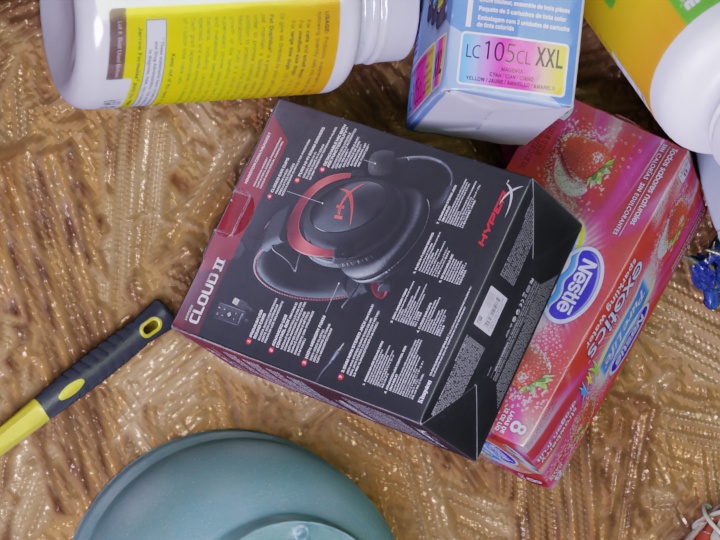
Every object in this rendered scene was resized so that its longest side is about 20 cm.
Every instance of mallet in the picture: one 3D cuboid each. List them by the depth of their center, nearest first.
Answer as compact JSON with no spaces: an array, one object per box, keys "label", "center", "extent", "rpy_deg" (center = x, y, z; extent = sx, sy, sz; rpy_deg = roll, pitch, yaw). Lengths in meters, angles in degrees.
[{"label":"mallet","center":[-0.190,0.075,1.559],"extent":[0.200,0.041,0.066],"rpy_deg":[-46,107,-18]}]

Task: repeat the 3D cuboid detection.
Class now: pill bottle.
[{"label":"pill bottle","center":[-0.072,-0.150,1.558],"extent":[0.200,0.109,0.110],"rpy_deg":[-5,92,-19]},{"label":"pill bottle","center":[0.198,-0.137,1.571],"extent":[0.111,0.200,0.111],"rpy_deg":[-18,140,-15]}]

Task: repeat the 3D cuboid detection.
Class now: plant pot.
[{"label":"plant pot","center":[-0.055,0.193,1.553],"extent":[0.200,0.134,0.201],"rpy_deg":[0,91,-20]}]

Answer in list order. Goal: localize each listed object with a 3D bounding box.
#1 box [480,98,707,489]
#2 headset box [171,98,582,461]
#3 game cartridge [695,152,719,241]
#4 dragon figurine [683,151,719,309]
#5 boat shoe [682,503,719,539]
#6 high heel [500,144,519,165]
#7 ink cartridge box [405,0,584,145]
[{"label":"box","center":[0.111,0.012,1.611],"extent":[0.095,0.100,0.200],"rpy_deg":[26,79,21]},{"label":"headset box","center":[0.000,0.000,1.555],"extent":[0.075,0.200,0.149],"rpy_deg":[37,74,-55]},{"label":"game cartridge","center":[0.254,-0.091,1.604],"extent":[0.041,0.133,0.200],"rpy_deg":[18,58,-42]},{"label":"dragon figurine","center":[0.241,-0.076,1.678],"extent":[0.099,0.059,0.201],"rpy_deg":[-7,101,-43]},{"label":"boat shoe","center":[0.234,0.161,1.684],"extent":[0.200,0.071,0.063],"rpy_deg":[-19,112,-24]},{"label":"high heel","center":[0.064,-0.156,1.639],"extent":[0.096,0.067,0.201],"rpy_deg":[0,101,3]},{"label":"ink cartridge box","center":[0.080,-0.180,1.537],"extent":[0.076,0.136,0.201],"rpy_deg":[9,82,-7]}]
